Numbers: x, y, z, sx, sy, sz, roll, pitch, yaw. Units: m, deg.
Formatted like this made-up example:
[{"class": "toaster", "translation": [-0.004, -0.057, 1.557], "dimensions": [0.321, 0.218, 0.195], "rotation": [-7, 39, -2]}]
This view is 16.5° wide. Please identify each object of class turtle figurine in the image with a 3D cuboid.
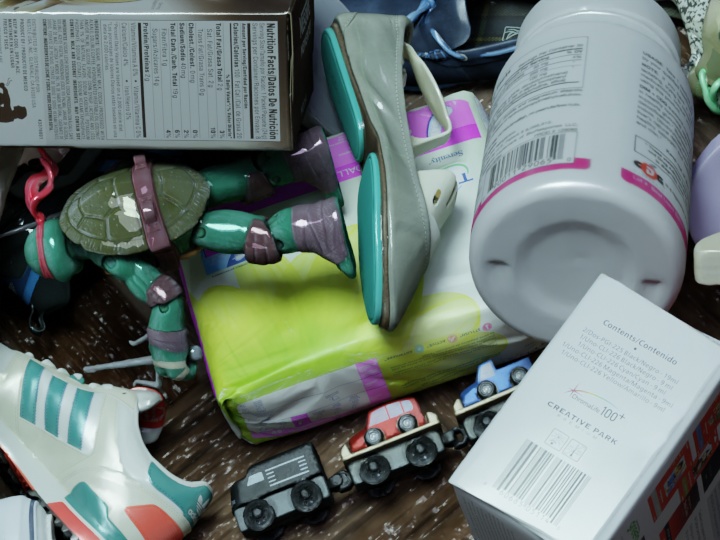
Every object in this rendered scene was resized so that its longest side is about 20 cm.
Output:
[{"class": "turtle figurine", "translation": [-0.107, -0.016, 1.350], "dimensions": [0.199, 0.101, 0.150], "rotation": [-14, 60, 3]}]

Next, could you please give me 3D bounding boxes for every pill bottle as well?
[{"class": "pill bottle", "translation": [0.123, -0.063, 1.342], "dimensions": [0.113, 0.114, 0.200], "rotation": [-1, 40, 11]}]

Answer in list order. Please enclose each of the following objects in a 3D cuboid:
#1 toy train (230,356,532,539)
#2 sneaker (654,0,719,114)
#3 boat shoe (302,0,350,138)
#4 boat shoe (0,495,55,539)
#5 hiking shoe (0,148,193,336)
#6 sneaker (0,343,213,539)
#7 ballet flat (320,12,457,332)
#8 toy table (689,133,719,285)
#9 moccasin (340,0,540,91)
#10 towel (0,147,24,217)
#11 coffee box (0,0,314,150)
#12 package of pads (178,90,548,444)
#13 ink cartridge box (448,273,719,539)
[{"class": "toy train", "translation": [0.021, 0.095, 1.366], "dimensions": [0.199, 0.034, 0.046], "rotation": [-22, 66, 0]}, {"class": "sneaker", "translation": [0.222, -0.109, 1.427], "dimensions": [0.088, 0.077, 0.200], "rotation": [-27, 53, 10]}, {"class": "boat shoe", "translation": [-0.061, -0.146, 1.451], "dimensions": [0.200, 0.065, 0.074], "rotation": [51, 56, -14]}, {"class": "boat shoe", "translation": [-0.150, 0.216, 1.313], "dimensions": [0.066, 0.074, 0.201], "rotation": [-9, 81, -4]}, {"class": "hiking shoe", "translation": [-0.138, -0.050, 1.472], "dimensions": [0.200, 0.074, 0.087], "rotation": [-37, 87, -13]}, {"class": "sneaker", "translation": [-0.162, 0.087, 1.396], "dimensions": [0.093, 0.070, 0.200], "rotation": [-35, 63, -16]}, {"class": "ballet flat", "translation": [0.023, -0.060, 1.359], "dimensions": [0.063, 0.067, 0.201], "rotation": [-4, 59, -11]}, {"class": "toy table", "translation": [0.272, -0.024, 1.301], "dimensions": [0.199, 0.184, 0.117], "rotation": [-13, 19, 12]}, {"class": "moccasin", "translation": [0.068, -0.155, 1.474], "dimensions": [0.199, 0.068, 0.081], "rotation": [-1, 62, 13]}, {"class": "towel", "translation": [-0.274, -0.010, 1.413], "dimensions": [0.191, 0.032, 0.200], "rotation": [-26, 33, 27]}, {"class": "coffee box", "translation": [-0.128, -0.120, 1.358], "dimensions": [0.199, 0.080, 0.113], "rotation": [0, 21, 4]}, {"class": "package of pads", "translation": [0.000, 0.000, 1.405], "dimensions": [0.199, 0.068, 0.155], "rotation": [-19, 59, 1]}, {"class": "ink cartridge box", "translation": [0.141, 0.097, 1.245], "dimensions": [0.084, 0.200, 0.176], "rotation": [30, 71, 25]}]
